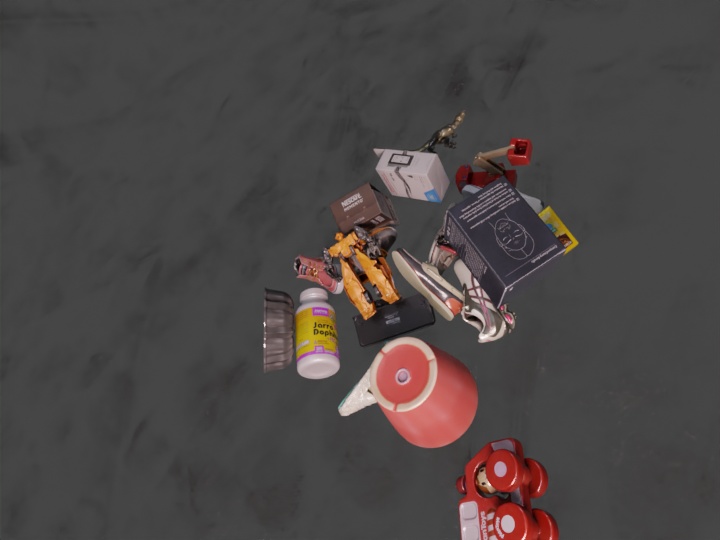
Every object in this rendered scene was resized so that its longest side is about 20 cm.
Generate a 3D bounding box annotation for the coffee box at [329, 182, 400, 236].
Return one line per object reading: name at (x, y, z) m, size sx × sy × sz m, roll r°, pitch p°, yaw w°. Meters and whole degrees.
coffee box at (0.015, -0.137, 1.288) m, size 0.111 × 0.200 × 0.082 m, roll -26°, pitch 80°, yaw 14°

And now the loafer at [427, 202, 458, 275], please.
loafer at (0.213, -0.070, 1.227) m, size 0.061 × 0.072 × 0.204 m, roll 12°, pitch 67°, yaw 28°

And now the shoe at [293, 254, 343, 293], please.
shoe at (-0.107, 0.008, 1.308) m, size 0.200 × 0.089 × 0.074 m, roll -145°, pitch 61°, yaw -66°

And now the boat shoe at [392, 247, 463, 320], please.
boat shoe at (0.152, 0.019, 1.167) m, size 0.062 × 0.071 × 0.200 m, roll -42°, pitch 82°, yaw -12°

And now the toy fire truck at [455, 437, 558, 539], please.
toy fire truck at (0.237, 0.407, 0.916) m, size 0.166 × 0.111 × 0.205 m, roll -29°, pitch 48°, yaw 36°

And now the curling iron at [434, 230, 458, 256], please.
curling iron at (0.253, -0.036, 1.160) m, size 0.197 × 0.025 × 0.051 m, roll 29°, pitch 110°, yaw 14°

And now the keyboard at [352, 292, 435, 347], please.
keyboard at (0.078, 0.105, 1.235) m, size 0.196 × 0.039 × 0.107 m, roll -19°, pitch 77°, yaw 19°

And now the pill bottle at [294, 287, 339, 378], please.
pill bottle at (-0.107, 0.148, 1.264) m, size 0.102 × 0.104 × 0.204 m, roll -21°, pitch 55°, yaw 18°

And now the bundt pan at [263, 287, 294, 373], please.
bundt pan at (-0.199, 0.145, 1.281) m, size 0.073 × 0.204 × 0.206 m, roll 0°, pitch 56°, yaw -9°

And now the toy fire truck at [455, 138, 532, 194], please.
toy fire truck at (0.305, -0.236, 1.219) m, size 0.195 × 0.141 × 0.050 m, roll 3°, pitch 63°, yaw 31°

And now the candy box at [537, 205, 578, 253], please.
candy box at (0.352, -0.037, 1.120) m, size 0.198 × 0.026 × 0.103 m, roll -37°, pitch 74°, yaw 3°

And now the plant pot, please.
plant pot at (0.115, 0.232, 1.036) m, size 0.196 × 0.177 × 0.205 m, roll -14°, pitch 57°, yaw 23°

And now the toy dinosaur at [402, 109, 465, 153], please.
toy dinosaur at (0.208, -0.349, 1.406) m, size 0.197 × 0.048 × 0.089 m, roll -30°, pitch 37°, yaw 13°

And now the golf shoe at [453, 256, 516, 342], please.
golf shoe at (0.242, 0.056, 1.104) m, size 0.086 × 0.078 × 0.202 m, roll -25°, pitch 57°, yaw -8°

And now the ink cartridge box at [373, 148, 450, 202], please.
ink cartridge box at (0.119, -0.247, 1.352) m, size 0.196 × 0.116 × 0.069 m, roll 15°, pitch 69°, yaw 37°

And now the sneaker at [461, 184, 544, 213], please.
sneaker at (0.330, -0.159, 1.214) m, size 0.198 × 0.074 × 0.071 m, roll 30°, pitch 70°, yaw 30°

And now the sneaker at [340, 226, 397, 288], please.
sneaker at (0.026, -0.022, 1.308) m, size 0.201 × 0.078 × 0.078 m, roll -48°, pitch 51°, yaw 10°

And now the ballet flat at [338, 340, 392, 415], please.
ballet flat at (0.029, 0.247, 1.152) m, size 0.071 × 0.072 × 0.202 m, roll 32°, pitch 82°, yaw 39°

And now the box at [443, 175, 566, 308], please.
box at (0.283, -0.058, 1.055) m, size 0.146 × 0.108 × 0.202 m, roll -29°, pitch 66°, yaw -8°

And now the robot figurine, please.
robot figurine at (0.000, 0.000, 1.198) m, size 0.143 × 0.058 × 0.203 m, roll -31°, pitch 91°, yaw 16°
